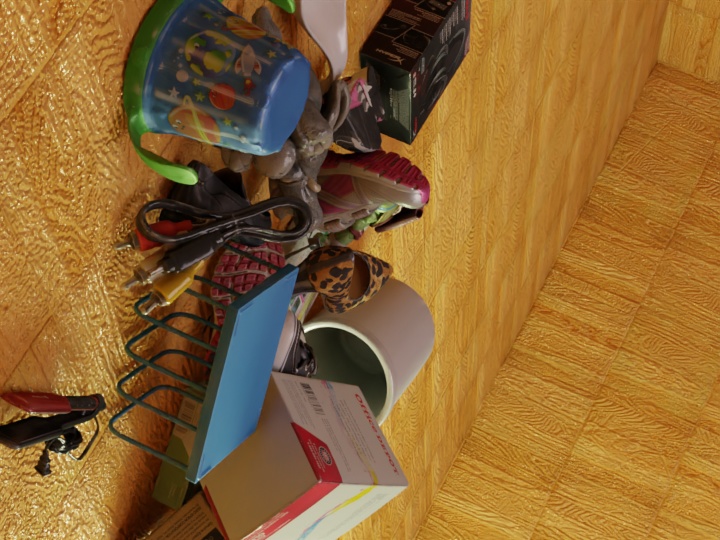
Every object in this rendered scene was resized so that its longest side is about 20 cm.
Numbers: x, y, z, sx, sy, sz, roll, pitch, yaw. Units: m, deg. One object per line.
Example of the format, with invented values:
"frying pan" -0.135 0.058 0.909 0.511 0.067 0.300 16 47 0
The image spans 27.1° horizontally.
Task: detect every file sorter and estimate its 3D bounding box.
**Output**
"file sorter" -0.165 0.083 1.528 0.139 0.122 0.201 -36 146 -61

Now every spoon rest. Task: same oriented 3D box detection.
"spoon rest" -0.042 -0.262 1.574 0.100 0.060 0.201 -55 161 -39

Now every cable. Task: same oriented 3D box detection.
"cable" -0.143 -0.040 1.427 0.199 0.050 0.098 -27 101 -30

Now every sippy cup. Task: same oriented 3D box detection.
"sippy cup" -0.119 -0.167 1.314 0.140 0.130 0.179 -27 137 -68

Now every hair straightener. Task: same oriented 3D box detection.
"hair straightener" -0.288 0.148 1.381 0.200 0.041 0.077 7 106 -79

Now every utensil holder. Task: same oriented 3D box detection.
"utensil holder" 0.001 0.113 2.059 0.200 0.169 0.171 -42 151 -60

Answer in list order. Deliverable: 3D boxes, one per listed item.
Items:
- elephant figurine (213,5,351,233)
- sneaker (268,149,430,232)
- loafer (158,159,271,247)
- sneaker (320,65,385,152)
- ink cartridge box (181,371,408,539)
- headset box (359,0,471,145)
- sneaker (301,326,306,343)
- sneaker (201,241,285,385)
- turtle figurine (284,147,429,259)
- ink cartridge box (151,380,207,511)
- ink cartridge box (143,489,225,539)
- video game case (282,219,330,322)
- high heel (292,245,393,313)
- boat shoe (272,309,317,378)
"elephant figurine" -0.074 -0.144 1.519 0.155 0.142 0.200 -46 164 8
"sneaker" -0.016 -0.084 1.627 0.081 0.199 0.089 -26 122 -57
"loafer" -0.134 -0.068 1.521 0.200 0.072 0.073 0 109 -75
"sneaker" -0.025 -0.168 1.658 0.200 0.086 0.081 -65 138 -75
"ink cartridge box" -0.071 0.220 1.705 0.144 0.146 0.200 -38 153 21
"headset box" 0.077 -0.288 1.916 0.201 0.077 0.149 -57 162 -28
"sneaker" -0.102 0.152 1.858 0.080 0.073 0.201 -82 -169 -60
"sneaker" -0.139 0.042 1.678 0.075 0.080 0.201 -110 -145 -68
"turtle figurine" -0.027 -0.101 1.780 0.194 0.198 0.145 -125 -161 -88
"ink cartridge box" -0.172 0.196 1.815 0.200 0.048 0.147 -17 127 -68
"ink cartridge box" -0.182 0.312 1.764 0.165 0.075 0.200 -43 172 20
"video game case" -0.085 0.012 1.894 0.201 0.024 0.182 -63 165 -20
"high heel" 0.000 0.000 1.715 0.199 0.142 0.072 -10 80 -44
"boat shoe" -0.083 0.110 1.724 0.201 0.066 0.070 109 -16 -52
